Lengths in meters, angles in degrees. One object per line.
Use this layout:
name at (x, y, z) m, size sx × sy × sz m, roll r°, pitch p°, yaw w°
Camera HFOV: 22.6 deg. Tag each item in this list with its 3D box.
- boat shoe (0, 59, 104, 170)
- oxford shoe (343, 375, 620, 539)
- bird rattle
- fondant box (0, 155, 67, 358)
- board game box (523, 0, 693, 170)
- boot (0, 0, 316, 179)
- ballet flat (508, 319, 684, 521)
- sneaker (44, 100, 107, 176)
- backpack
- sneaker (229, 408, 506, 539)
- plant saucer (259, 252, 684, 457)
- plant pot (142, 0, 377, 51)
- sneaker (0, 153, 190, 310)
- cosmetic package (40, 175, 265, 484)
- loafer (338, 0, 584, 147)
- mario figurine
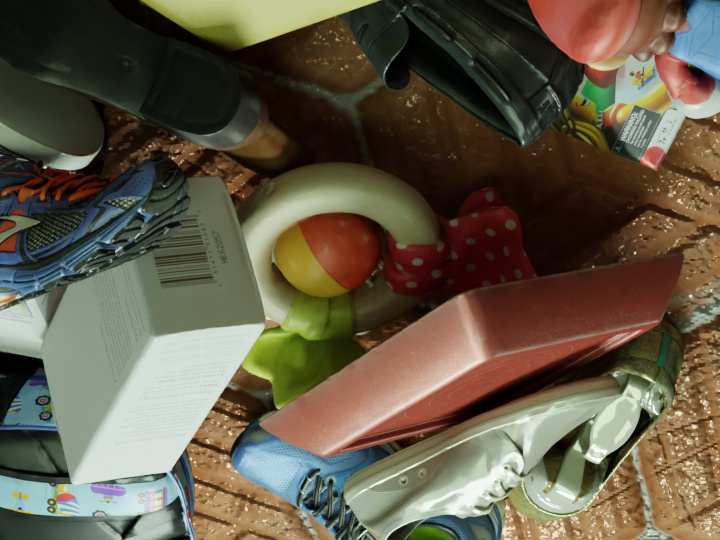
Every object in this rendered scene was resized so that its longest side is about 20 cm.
boat shoe at (-0.239, -0.107, 1.000) m, size 0.199 × 0.071 × 0.064 m, roll 30°, pitch 131°, yaw -12°
oxford shoe at (0.080, 0.120, 1.131) m, size 0.199 × 0.075 × 0.058 m, roll -29°, pitch 75°, yaw 22°
bird rattle at (0.000, 0.000, 1.081) m, size 0.199 × 0.113 × 0.163 m, roll -22°, pitch 136°, yaw 30°
fondant box at (-0.265, -0.026, 1.124) m, size 0.143 × 0.059 × 0.200 m, roll 10°, pitch 150°, yaw 13°
board game box at (0.147, -0.161, 0.994) m, size 0.125 × 0.035 × 0.201 m, roll 20°, pitch 128°, yaw -2°
boot at (-0.121, -0.117, 1.015) m, size 0.187 × 0.200 × 0.069 m, roll 22°, pitch 90°, yaw 9°
ballet flat at (0.147, 0.113, 1.178) m, size 0.070 × 0.071 × 0.201 m, roll 25°, pitch 128°, yaw -7°
sneaker at (-0.208, -0.125, 1.075) m, size 0.082 × 0.078 × 0.201 m, roll 6°, pitch 127°, yaw 10°
backpack at (-0.202, 0.140, 1.232) m, size 0.198 × 0.135 × 0.184 m, roll 0°, pitch 126°, yaw 13°
sneaker at (0.004, 0.158, 1.229) m, size 0.199 × 0.089 × 0.079 m, roll 22°, pitch 127°, yaw -4°
plant saucer at (0.072, 0.055, 1.065) m, size 0.199 × 0.199 × 0.037 m, roll -35°, pitch 72°, yaw 44°
plant pot at (-0.047, -0.232, 0.898) m, size 0.199 × 0.201 × 0.177 m, roll -16°, pitch 132°, yaw 23°
sneaker at (-0.174, -0.027, 0.960) m, size 0.199 × 0.075 × 0.079 m, roll -19°, pitch 94°, yaw 35°
cosmetic package at (-0.128, 0.040, 1.069) m, size 0.074 × 0.102 × 0.200 m, roll -5°, pitch 154°, yaw -25°
loafer at (0.026, -0.135, 0.986) m, size 0.200 × 0.071 × 0.068 m, roll 31°, pitch 161°, yaw 17°
mario figurine at (0.178, -0.148, 0.944) m, size 0.199 × 0.106 × 0.124 m, roll 15°, pitch 92°, yaw -13°
